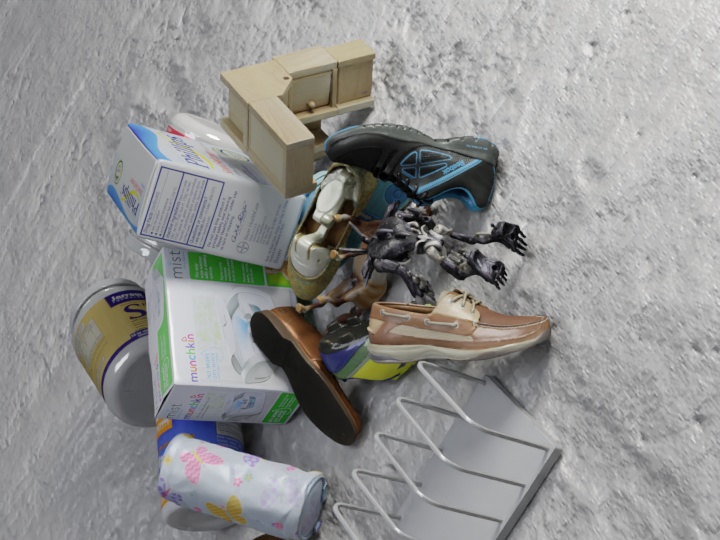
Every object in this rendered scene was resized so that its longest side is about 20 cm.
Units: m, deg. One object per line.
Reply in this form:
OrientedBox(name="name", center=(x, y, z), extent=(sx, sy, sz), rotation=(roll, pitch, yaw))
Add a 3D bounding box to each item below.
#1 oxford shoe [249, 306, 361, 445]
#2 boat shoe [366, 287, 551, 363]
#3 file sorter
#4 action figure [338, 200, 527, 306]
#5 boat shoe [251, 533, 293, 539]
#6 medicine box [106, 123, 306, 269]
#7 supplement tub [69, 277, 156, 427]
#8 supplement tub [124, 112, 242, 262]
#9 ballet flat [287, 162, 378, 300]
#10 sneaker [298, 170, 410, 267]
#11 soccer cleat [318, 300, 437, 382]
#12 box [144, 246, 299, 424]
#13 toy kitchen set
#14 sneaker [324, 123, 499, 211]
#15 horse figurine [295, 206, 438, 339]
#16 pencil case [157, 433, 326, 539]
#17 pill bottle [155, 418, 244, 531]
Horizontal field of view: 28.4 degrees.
OrientedBox(name="oxford shoe", center=(-0.050, 0.119, 1.714), extent=(0.200, 0.071, 0.071), rotation=(55, 138, 19))
OrientedBox(name="boat shoe", center=(0.100, 0.056, 1.505), extent=(0.200, 0.076, 0.072), rotation=(-4, 95, 13))
OrientedBox(name="file sorter", center=(0.081, 0.216, 1.482), extent=(0.200, 0.124, 0.139), rotation=(-60, 39, 14))
OrientedBox(name="action figure", center=(0.078, -0.013, 1.581), extent=(0.200, 0.102, 0.119), rotation=(4, 54, 35))
OrientedBox(name="boat shoe", center=(-0.135, 0.382, 1.734), extent=(0.200, 0.063, 0.073), rotation=(-36, 21, 34))
OrientedBox(name="medicine box", center=(-0.199, -0.095, 1.801), extent=(0.182, 0.200, 0.103), rotation=(43, 116, 61))
OrientedBox(name="supplement tub", center=(-0.317, 0.110, 1.988), extent=(0.146, 0.145, 0.200), rotation=(-60, 40, 13))
OrientedBox(name="supplement tub", center=(-0.233, -0.106, 1.982), extent=(0.140, 0.140, 0.200), rotation=(33, 101, 51))
OrientedBox(name="ballet flat", center=(-0.044, -0.051, 1.680), extent=(0.200, 0.071, 0.071), rotation=(-61, 39, 20))
OrientedBox(name="sneaker", center=(-0.011, -0.104, 1.768), extent=(0.200, 0.080, 0.131), rotation=(-43, 35, 16))
OrientedBox(name="soccer cleat", center=(0.046, 0.088, 1.636), extent=(0.200, 0.084, 0.065), rotation=(-10, 34, 31))
OrientedBox(name="box", center=(-0.172, 0.083, 1.787), extent=(0.097, 0.176, 0.200), rotation=(126, 144, -49))
OrientedBox(name="toy kitchen set", center=(-0.049, -0.159, 1.770), extent=(0.180, 0.200, 0.163), rotation=(49, 147, 41))
OrientedBox(name="sneaker", center=(0.057, -0.116, 1.606), extent=(0.073, 0.200, 0.082), rotation=(117, 159, -80))
OrientedBox(name="horse figurine", center=(0.000, 0.000, 1.689), extent=(0.050, 0.132, 0.200), rotation=(42, 123, 36))
OrientedBox(name="pencil case", center=(-0.141, 0.255, 1.694), extent=(0.200, 0.083, 0.091), rotation=(13, 46, 15))
OrientedBox(name="pill bottle", center=(-0.207, 0.224, 1.834), extent=(0.112, 0.112, 0.200), rotation=(-35, 51, 36))
